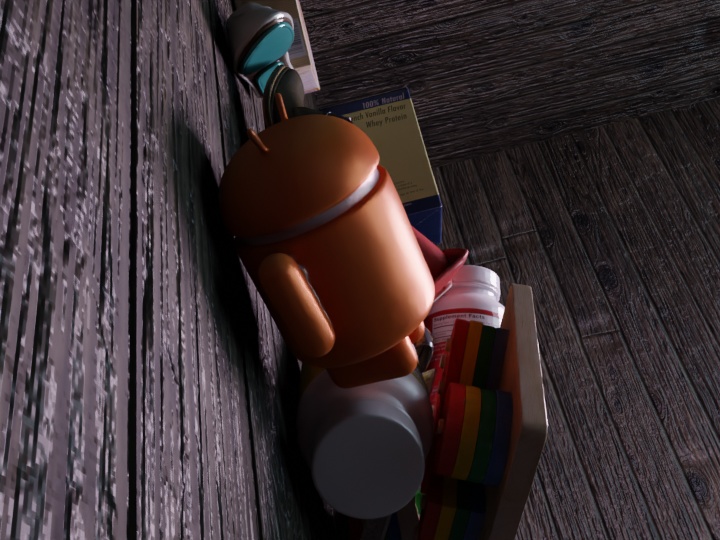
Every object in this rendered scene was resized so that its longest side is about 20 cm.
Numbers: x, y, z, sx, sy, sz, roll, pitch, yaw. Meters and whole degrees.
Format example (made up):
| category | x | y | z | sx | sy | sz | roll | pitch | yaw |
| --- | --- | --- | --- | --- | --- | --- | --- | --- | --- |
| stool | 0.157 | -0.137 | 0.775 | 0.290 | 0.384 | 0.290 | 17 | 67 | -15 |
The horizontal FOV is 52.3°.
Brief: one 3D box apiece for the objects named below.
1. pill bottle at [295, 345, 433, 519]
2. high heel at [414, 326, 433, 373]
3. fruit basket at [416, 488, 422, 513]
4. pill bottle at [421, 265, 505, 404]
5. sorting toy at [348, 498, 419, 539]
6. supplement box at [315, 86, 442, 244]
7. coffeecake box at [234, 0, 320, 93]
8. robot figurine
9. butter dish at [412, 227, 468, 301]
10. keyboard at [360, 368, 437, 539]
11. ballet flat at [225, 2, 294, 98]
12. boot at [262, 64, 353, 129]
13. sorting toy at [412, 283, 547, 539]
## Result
| category | x | y | z | sx | sy | sz | roll | pitch | yaw |
| --- | --- | --- | --- | --- | --- | --- | --- | --- | --- |
| pill bottle | 0.002 | 0.111 | 0.606 | 0.200 | 0.110 | 0.113 | -96 | 173 | -76 |
| high heel | 0.030 | 0.157 | 0.838 | 0.142 | 0.071 | 0.202 | 162 | -58 | -68 |
| fruit basket | 0.124 | 0.476 | 1.163 | 0.217 | 0.154 | 0.216 | 61 | 4 | -7 |
| pill bottle | 0.125 | 0.102 | 0.874 | 0.113 | 0.111 | 0.202 | 74 | 18 | -62 |
| sorting toy | 0.038 | 0.317 | 0.740 | 0.199 | 0.069 | 0.202 | 78 | 0 | -67 |
| supplement box | 0.003 | -0.131 | 1.091 | 0.134 | 0.198 | 0.202 | 76 | 0 | -69 |
| coffeecake box | -0.107 | -0.310 | 0.932 | 0.200 | 0.072 | 0.155 | -95 | 171 | -84 |
| robot figurine | -0.022 | -0.017 | 0.498 | 0.116 | 0.143 | 0.201 | 12 | -46 | 54 |
| butter dish | 0.000 | 0.000 | 0.838 | 0.148 | 0.200 | 0.199 | 51 | -4 | -4 |
| keyboard | 0.028 | 0.184 | 0.650 | 0.056 | 0.011 | 0.202 | 122 | -11 | -68 |
| ballet flat | -0.104 | -0.224 | 0.728 | 0.200 | 0.069 | 0.070 | 138 | -61 | -87 |
| boot | -0.042 | -0.117 | 0.673 | 0.075 | 0.096 | 0.202 | 87 | 3 | -52 |
| sorting toy | 0.093 | 0.139 | 0.618 | 0.201 | 0.069 | 0.201 | -72 | 172 | -61 |
